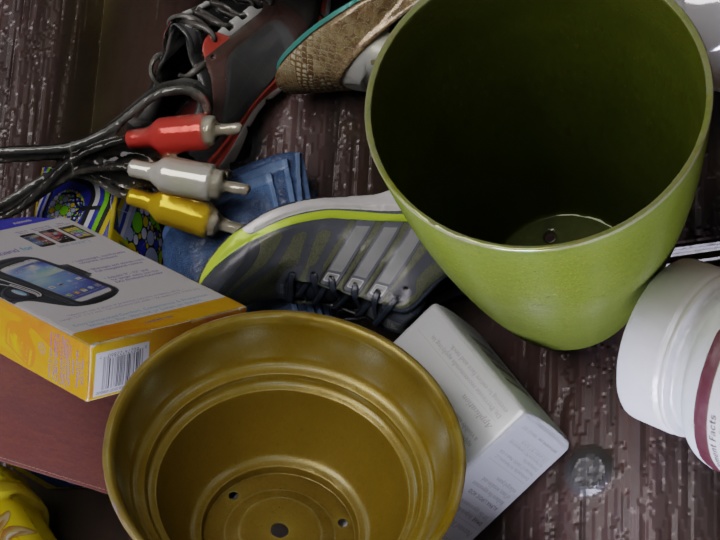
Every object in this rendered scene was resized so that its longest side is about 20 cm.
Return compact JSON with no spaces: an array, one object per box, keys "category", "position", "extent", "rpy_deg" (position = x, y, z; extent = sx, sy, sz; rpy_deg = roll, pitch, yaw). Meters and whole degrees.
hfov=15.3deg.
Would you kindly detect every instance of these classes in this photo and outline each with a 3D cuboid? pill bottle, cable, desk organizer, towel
[{"category":"pill bottle","position":[0.134,-0.132,1.603],"extent":[0.199,0.116,0.116],"rpy_deg":[-15,62,22]},{"category":"cable","position":[-0.165,-0.070,1.681],"extent":[0.199,0.050,0.098],"rpy_deg":[0,102,6]},{"category":"desk organizer","position":[-0.164,0.081,1.613],"extent":[0.199,0.072,0.077],"rpy_deg":[15,104,21]},{"category":"towel","position":[-0.069,0.030,1.680],"extent":[0.111,0.049,0.201],"rpy_deg":[-22,60,19]},{"category":"pill bottle","position":[0.245,0.070,1.452],"extent":[0.199,0.114,0.115],"rpy_deg":[23,80,34]}]

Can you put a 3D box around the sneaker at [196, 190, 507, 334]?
[{"category":"sneaker","position":[0.000,0.000,1.614],"extent":[0.199,0.074,0.081],"rpy_deg":[-13,68,-4]}]

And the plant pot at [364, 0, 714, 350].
[{"category":"plant pot","position":[0.109,-0.044,1.507],"extent":[0.186,0.200,0.188],"rpy_deg":[-4,60,8]}]

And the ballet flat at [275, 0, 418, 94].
[{"category":"ballet flat","position":[0.036,-0.158,1.701],"extent":[0.200,0.070,0.065],"rpy_deg":[-36,70,14]}]

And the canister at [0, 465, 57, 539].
[{"category":"canister","position":[-0.220,0.240,1.644],"extent":[0.148,0.087,0.200],"rpy_deg":[-42,56,5]}]

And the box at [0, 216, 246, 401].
[{"category":"box","position":[-0.177,0.017,1.602],"extent":[0.200,0.119,0.042],"rpy_deg":[23,116,42]}]

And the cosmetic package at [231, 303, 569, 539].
[{"category":"cosmetic package","position":[0.014,0.128,1.577],"extent":[0.200,0.074,0.102],"rpy_deg":[-44,55,7]}]

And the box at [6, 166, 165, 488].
[{"category":"box","position":[-0.177,0.035,1.722],"extent":[0.064,0.070,0.201],"rpy_deg":[-4,66,25]}]

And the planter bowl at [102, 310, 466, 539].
[{"category":"planter bowl","position":[-0.044,0.125,1.495],"extent":[0.199,0.084,0.201],"rpy_deg":[3,50,-3]}]

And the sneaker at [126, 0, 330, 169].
[{"category":"sneaker","position":[-0.086,-0.148,1.745],"extent":[0.077,0.082,0.201],"rpy_deg":[14,67,34]}]
